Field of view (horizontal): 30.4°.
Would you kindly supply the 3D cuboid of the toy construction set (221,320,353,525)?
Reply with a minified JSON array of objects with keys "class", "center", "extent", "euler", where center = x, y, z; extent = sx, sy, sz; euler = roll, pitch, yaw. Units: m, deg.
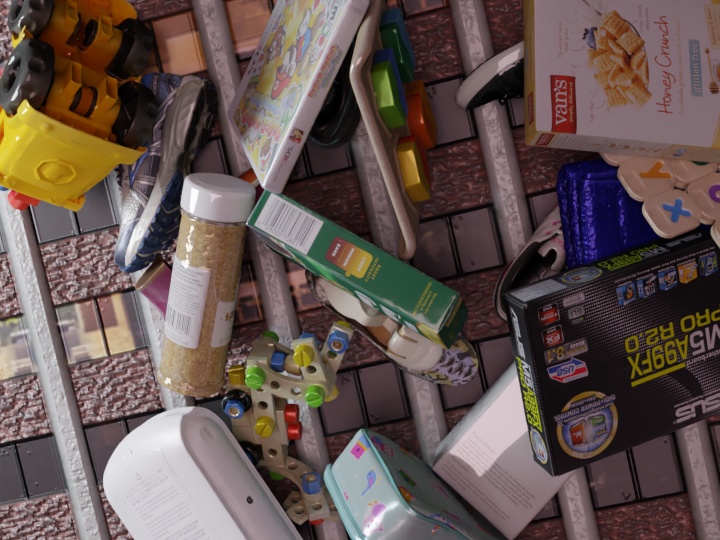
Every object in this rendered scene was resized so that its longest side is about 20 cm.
[{"class":"toy construction set","center":[-0.066,0.145,1.276],"extent":[0.129,0.092,0.203],"euler":[0,106,10]}]

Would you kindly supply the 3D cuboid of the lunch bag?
[{"class":"lunch bag","center":[0.062,0.238,1.222],"extent":[0.199,0.161,0.077],"euler":[37,97,-32]}]

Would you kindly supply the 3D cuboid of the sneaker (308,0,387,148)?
[{"class":"sneaker","center":[-0.019,-0.216,1.243],"extent":[0.074,0.079,0.204],"euler":[6,95,9]}]

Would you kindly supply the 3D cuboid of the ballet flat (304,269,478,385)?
[{"class":"ballet flat","center":[0.025,0.050,1.271],"extent":[0.199,0.072,0.072],"euler":[38,100,2]}]

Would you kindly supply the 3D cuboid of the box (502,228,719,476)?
[{"class":"box","center":[0.232,0.069,1.153],"extent":[0.197,0.044,0.163],"euler":[-17,107,-15]}]

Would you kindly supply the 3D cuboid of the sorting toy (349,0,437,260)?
[{"class":"sorting toy","center":[0.035,-0.140,1.157],"extent":[0.036,0.186,0.202],"euler":[-8,123,12]}]

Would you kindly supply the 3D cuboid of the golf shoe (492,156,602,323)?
[{"class":"golf shoe","center":[0.200,-0.028,1.226],"extent":[0.072,0.092,0.201],"euler":[38,99,5]}]

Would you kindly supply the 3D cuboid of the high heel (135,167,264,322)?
[{"class":"high heel","center":[-0.122,-0.020,1.300],"extent":[0.200,0.068,0.096],"euler":[-42,113,9]}]

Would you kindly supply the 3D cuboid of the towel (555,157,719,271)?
[{"class":"towel","center":[0.277,-0.039,1.193],"extent":[0.197,0.049,0.150],"euler":[-11,95,-19]}]

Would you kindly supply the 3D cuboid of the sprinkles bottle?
[{"class":"sprinkles bottle","center":[-0.145,0.013,1.237],"extent":[0.067,0.068,0.203],"euler":[13,108,6]}]

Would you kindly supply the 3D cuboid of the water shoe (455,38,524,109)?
[{"class":"water shoe","center":[0.184,-0.184,1.220],"extent":[0.198,0.071,0.080],"euler":[-27,90,10]}]

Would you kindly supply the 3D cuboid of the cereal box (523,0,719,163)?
[{"class":"cereal box","center":[0.239,-0.173,1.152],"extent":[0.197,0.040,0.146],"euler":[4,74,-10]}]

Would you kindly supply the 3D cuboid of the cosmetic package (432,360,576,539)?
[{"class":"cosmetic package","center":[0.170,0.140,1.251],"extent":[0.107,0.085,0.200],"euler":[42,99,0]}]

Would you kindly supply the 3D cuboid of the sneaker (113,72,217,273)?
[{"class":"sneaker","center":[-0.207,-0.099,1.294],"extent":[0.084,0.077,0.203],"euler":[20,91,15]}]

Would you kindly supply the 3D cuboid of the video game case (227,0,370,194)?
[{"class":"video game case","center":[-0.061,-0.187,1.189],"extent":[0.023,0.200,0.184],"euler":[19,108,-23]}]

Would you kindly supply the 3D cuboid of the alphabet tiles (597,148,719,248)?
[{"class":"alphabet tiles","center":[0.308,-0.101,1.173],"extent":[0.193,0.015,0.201],"euler":[-21,64,-23]}]

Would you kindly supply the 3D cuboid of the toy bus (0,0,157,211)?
[{"class":"toy bus","center":[-0.294,-0.156,1.261],"extent":[0.134,0.202,0.192],"euler":[18,137,-33]}]

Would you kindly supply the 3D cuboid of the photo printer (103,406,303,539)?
[{"class":"photo printer","center":[-0.158,0.234,1.288],"extent":[0.166,0.069,0.201],"euler":[-35,90,42]}]

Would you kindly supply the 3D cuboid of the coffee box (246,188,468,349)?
[{"class":"coffee box","center":[0.000,0.000,1.182],"extent":[0.198,0.123,0.044],"euler":[29,85,11]}]
